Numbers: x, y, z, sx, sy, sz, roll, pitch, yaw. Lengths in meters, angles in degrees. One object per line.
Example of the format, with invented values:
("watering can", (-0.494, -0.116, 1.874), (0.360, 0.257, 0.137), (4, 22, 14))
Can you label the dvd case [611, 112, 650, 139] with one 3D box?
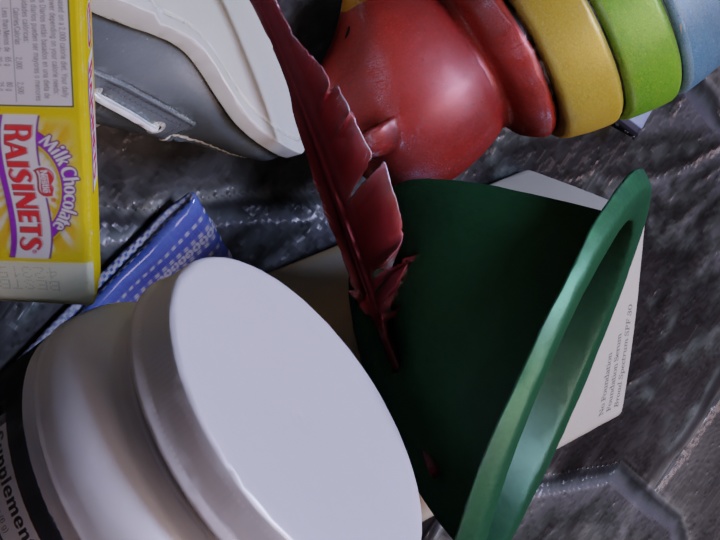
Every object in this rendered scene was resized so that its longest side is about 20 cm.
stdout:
("dvd case", (0.134, -0.169, 1.053), (0.142, 0.018, 0.201), (26, 94, -54))

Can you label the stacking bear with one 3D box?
("stacking bear", (0.072, -0.103, 0.942), (0.199, 0.121, 0.114), (-30, 106, -7))

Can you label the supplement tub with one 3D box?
("supplement tub", (-0.093, 0.100, 0.812), (0.200, 0.141, 0.140), (-35, 150, 23))

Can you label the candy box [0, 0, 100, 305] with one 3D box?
("candy box", (-0.134, -0.079, 0.746), (0.101, 0.026, 0.201), (2, 123, -1))

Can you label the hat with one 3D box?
("hat", (0.000, 0.000, 0.896), (0.166, 0.175, 0.201), (-10, 123, -77))

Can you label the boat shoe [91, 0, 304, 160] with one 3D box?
("boat shoe", (-0.083, -0.084, 0.841), (0.061, 0.073, 0.200), (-21, 156, 19))

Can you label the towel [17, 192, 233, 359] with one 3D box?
("towel", (-0.078, 0.080, 0.974), (0.145, 0.024, 0.200), (-48, 142, -17))

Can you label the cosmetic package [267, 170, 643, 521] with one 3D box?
("cosmetic package", (0.032, 0.037, 1.013), (0.199, 0.071, 0.106), (-24, 127, -44))
